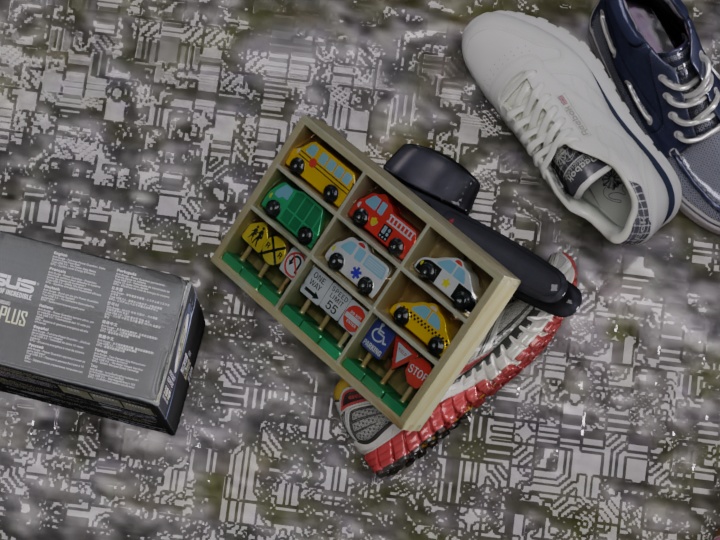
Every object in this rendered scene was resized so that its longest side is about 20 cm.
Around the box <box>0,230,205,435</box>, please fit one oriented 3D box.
[{"bbox_3d":[-0.212,0.036,1.410,0.199,0.164,0.086,14,79,3],"label":"box"}]

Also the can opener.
[{"bbox_3d":[0.069,-0.024,1.441,0.200,0.063,0.079,36,97,41],"label":"can opener"}]

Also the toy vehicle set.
[{"bbox_3d":[0.000,0.000,1.431,0.200,0.026,0.125,40,104,29],"label":"toy vehicle set"}]

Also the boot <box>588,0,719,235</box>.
[{"bbox_3d":[0.225,-0.117,1.483,0.073,0.090,0.200,-33,81,-7],"label":"boot"}]

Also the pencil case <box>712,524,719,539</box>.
[{"bbox_3d":[0.248,0.236,1.416,0.083,0.087,0.201,25,80,7],"label":"pencil case"}]

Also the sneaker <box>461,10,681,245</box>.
[{"bbox_3d":[0.140,-0.101,1.473,0.200,0.080,0.076,47,124,10],"label":"sneaker"}]

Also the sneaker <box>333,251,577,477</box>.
[{"bbox_3d":[0.067,0.051,1.455,0.200,0.078,0.082,-38,80,-8],"label":"sneaker"}]
